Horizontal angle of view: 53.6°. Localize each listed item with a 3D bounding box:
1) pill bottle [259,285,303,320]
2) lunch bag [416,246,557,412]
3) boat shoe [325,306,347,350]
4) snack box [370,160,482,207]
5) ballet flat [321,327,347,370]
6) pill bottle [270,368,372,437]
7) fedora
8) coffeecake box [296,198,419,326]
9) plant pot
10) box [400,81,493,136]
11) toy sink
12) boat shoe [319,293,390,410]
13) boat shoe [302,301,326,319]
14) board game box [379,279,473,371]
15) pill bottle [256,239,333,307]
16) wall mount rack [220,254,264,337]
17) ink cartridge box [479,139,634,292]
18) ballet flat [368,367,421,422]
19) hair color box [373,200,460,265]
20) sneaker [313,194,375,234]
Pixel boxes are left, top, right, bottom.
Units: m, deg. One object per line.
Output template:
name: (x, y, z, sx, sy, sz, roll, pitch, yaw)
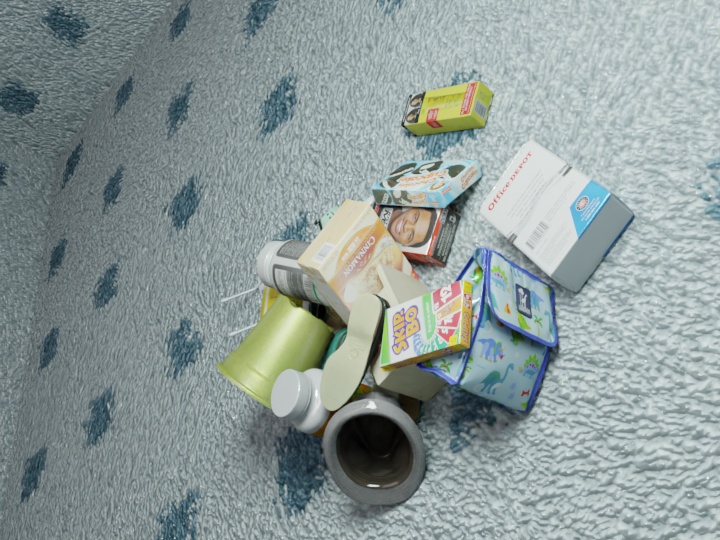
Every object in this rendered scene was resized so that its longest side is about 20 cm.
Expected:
pill bottle: (-0.163, 0.103, 1.550, 0.111, 0.111, 0.206, -19, 58, 43)
lunch bag: (0.204, 0.088, 1.071, 0.126, 0.168, 0.205, 14, 81, 55)
boat shoe: (-0.039, 0.069, 1.452, 0.073, 0.068, 0.205, 22, 91, 51)
snack box: (0.122, -0.167, 1.357, 0.116, 0.038, 0.197, -40, 28, -28)
ballet flat: (-0.053, 0.209, 1.415, 0.205, 0.066, 0.070, -68, 15, 1)
pill bottle: (-0.061, 0.243, 1.287, 0.110, 0.197, 0.114, -24, 54, 39)
fedora: (0.027, 0.289, 1.216, 0.172, 0.205, 0.091, -9, 24, 12)
coffeecake box: (0.000, 0.000, 1.302, 0.072, 0.201, 0.155, 17, 62, 49)
plant pot: (-0.150, 0.159, 1.387, 0.199, 0.199, 0.187, 26, 82, 52)
box: (0.168, -0.318, 1.415, 0.197, 0.049, 0.077, 7, 76, 51)
toy sink: (0.072, 0.109, 1.253, 0.112, 0.129, 0.203, -47, 43, 23)
boat shoe: (-0.005, 0.138, 1.183, 0.072, 0.063, 0.206, 25, 94, 29)
boat shoe: (-0.070, 0.028, 1.494, 0.066, 0.071, 0.206, 20, 108, 25)
board game box: (0.090, 0.087, 1.065, 0.198, 0.029, 0.098, -28, 47, 51)
pill bottle: (-0.108, 0.000, 1.396, 0.197, 0.112, 0.116, 12, 80, 43)
wall mount rack: (-0.252, 0.064, 1.707, 0.175, 0.073, 0.202, -50, 40, 22)
ink cartridge box: (0.300, -0.089, 1.115, 0.148, 0.085, 0.201, -55, 38, 14)
ballet flat: (0.043, 0.191, 1.291, 0.068, 0.071, 0.202, -50, 41, 25)
hair color box: (0.093, -0.076, 1.375, 0.197, 0.060, 0.104, 9, 77, 51)
sneaker: (-0.027, -0.117, 1.524, 0.201, 0.073, 0.120, -47, 48, 28)
